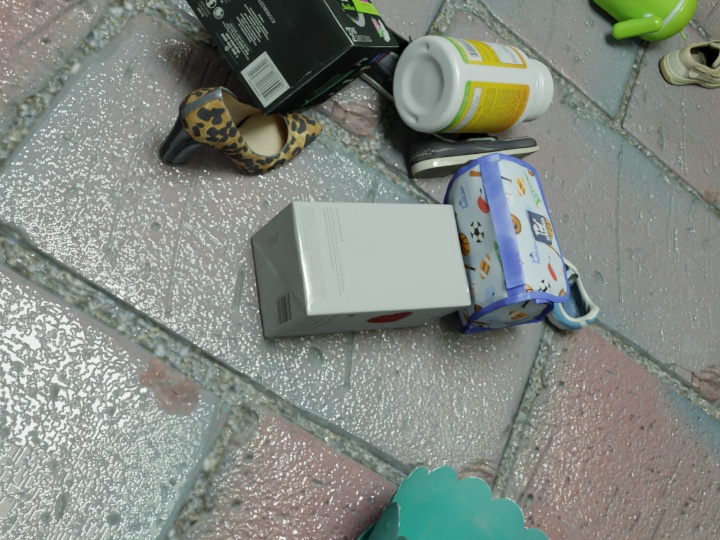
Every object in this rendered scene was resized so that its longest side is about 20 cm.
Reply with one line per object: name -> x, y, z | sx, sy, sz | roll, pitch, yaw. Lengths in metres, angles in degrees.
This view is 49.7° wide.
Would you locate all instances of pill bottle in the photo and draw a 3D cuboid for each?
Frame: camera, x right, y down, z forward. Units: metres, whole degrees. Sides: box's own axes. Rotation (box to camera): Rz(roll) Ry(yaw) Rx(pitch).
pill bottle -> 0.147, -0.227, 0.967 | 0.200, 0.111, 0.111 | -8, 79, -40

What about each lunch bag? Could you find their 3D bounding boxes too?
lunch bag -> 0.162, -0.026, 0.892 | 0.123, 0.200, 0.171 | -12, 76, 3

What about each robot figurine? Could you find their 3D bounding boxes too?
robot figurine -> 0.455, -0.451, 1.250 | 0.200, 0.116, 0.176 | 29, 55, -19

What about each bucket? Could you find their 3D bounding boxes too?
bucket -> 0.085, 0.306, 0.750 | 0.207, 0.135, 0.207 | 28, 19, -11

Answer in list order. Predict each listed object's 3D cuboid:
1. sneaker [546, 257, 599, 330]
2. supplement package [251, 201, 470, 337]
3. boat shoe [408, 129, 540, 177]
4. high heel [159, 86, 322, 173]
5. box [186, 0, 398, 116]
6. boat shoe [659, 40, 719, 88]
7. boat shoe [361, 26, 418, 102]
sneaker -> 0.242, -0.008, 1.021 | 0.072, 0.072, 0.200 | -41, 95, -30
supplement package -> 0.000, 0.000, 0.852 | 0.199, 0.121, 0.120 | -2, 75, -29
boat shoe -> 0.150, -0.166, 1.018 | 0.199, 0.073, 0.063 | -11, 84, -27
high heel -> -0.104, -0.159, 0.830 | 0.200, 0.142, 0.072 | -14, 82, -32
box -> -0.065, -0.269, 0.846 | 0.149, 0.124, 0.200 | 56, 22, -5
boat shoe -> 0.603, -0.360, 1.335 | 0.199, 0.065, 0.072 | -10, 80, -31
boat shoe -> 0.053, -0.262, 0.999 | 0.200, 0.062, 0.075 | 28, 62, -21
